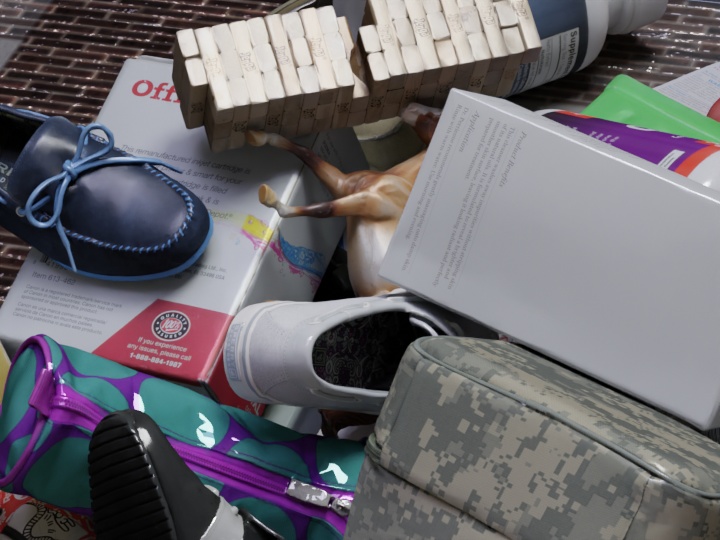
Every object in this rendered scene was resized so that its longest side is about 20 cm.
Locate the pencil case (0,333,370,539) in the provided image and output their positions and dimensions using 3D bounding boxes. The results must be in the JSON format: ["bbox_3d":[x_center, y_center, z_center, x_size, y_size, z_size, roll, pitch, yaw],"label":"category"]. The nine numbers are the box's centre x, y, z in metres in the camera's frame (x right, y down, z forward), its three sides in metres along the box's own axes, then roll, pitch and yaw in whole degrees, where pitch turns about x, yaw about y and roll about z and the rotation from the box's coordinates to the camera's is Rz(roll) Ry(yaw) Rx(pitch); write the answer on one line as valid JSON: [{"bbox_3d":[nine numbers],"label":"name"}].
[{"bbox_3d":[-0.090,0.100,1.438,0.199,0.092,0.085,19,74,-19],"label":"pencil case"}]

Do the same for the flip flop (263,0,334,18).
[{"bbox_3d":[0.010,-0.179,1.883,0.199,0.081,0.058,-25,26,-16],"label":"flip flop"}]

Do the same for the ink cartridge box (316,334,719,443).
[{"bbox_3d":[0.091,0.088,1.541,0.199,0.050,0.161,8,39,27],"label":"ink cartridge box"}]

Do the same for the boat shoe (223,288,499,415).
[{"bbox_3d":[0.018,0.041,1.462,0.068,0.072,0.200,4,-4,42],"label":"boat shoe"}]

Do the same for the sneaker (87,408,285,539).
[{"bbox_3d":[-0.065,0.152,1.380,0.088,0.201,0.074,-28,6,-35],"label":"sneaker"}]

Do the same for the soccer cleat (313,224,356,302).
[{"bbox_3d":[-0.023,-0.032,1.695,0.086,0.070,0.200,-23,46,-28],"label":"soccer cleat"}]

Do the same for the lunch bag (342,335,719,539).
[{"bbox_3d":[0.089,0.141,1.373,0.200,0.168,0.139,27,10,33],"label":"lunch bag"}]

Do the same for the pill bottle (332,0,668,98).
[{"bbox_3d":[0.094,-0.176,1.821,0.199,0.120,0.120,-21,39,-19],"label":"pill bottle"}]

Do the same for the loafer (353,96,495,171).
[{"bbox_3d":[0.019,-0.095,1.688,0.076,0.068,0.200,-44,8,-18],"label":"loafer"}]

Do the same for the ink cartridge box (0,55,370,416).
[{"bbox_3d":[-0.100,-0.012,1.603,0.145,0.083,0.201,11,61,26],"label":"ink cartridge box"}]

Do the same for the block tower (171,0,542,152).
[{"bbox_3d":[-0.002,-0.116,1.563,0.199,0.058,0.054,-12,69,-12],"label":"block tower"}]

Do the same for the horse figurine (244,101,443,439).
[{"bbox_3d":[0.000,0.000,1.543,0.132,0.201,0.050,6,-15,-29],"label":"horse figurine"}]

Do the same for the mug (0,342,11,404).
[{"bbox_3d":[-0.260,0.078,1.502,0.153,0.149,0.187,-28,77,-9],"label":"mug"}]

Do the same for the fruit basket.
[{"bbox_3d":[0.224,-0.063,1.703,0.199,0.094,0.185,-17,36,-41],"label":"fruit basket"}]

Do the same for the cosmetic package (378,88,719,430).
[{"bbox_3d":[0.124,-0.007,1.444,0.199,0.113,0.081,26,9,20],"label":"cosmetic package"}]

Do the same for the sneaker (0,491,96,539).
[{"bbox_3d":[-0.187,0.134,1.493,0.107,0.067,0.202,-15,41,-16],"label":"sneaker"}]

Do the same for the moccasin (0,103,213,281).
[{"bbox_3d":[-0.176,-0.048,1.558,0.199,0.068,0.081,15,63,28],"label":"moccasin"}]

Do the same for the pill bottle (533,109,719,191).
[{"bbox_3d":[0.140,-0.028,1.569,0.199,0.113,0.112,16,41,42],"label":"pill bottle"}]
